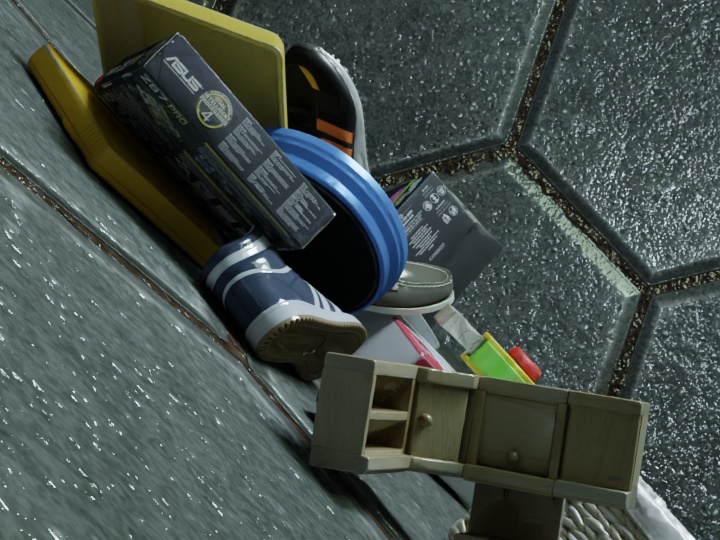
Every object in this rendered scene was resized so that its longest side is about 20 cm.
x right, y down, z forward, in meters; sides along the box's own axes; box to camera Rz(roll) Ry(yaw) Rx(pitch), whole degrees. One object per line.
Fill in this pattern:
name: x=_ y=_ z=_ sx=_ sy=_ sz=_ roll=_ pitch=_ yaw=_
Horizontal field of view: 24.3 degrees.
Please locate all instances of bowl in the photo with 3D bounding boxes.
bowl: x=-0.053 y=-0.040 z=1.527 sx=0.200 sy=0.039 sz=0.201 roll=22 pitch=-39 yaw=19

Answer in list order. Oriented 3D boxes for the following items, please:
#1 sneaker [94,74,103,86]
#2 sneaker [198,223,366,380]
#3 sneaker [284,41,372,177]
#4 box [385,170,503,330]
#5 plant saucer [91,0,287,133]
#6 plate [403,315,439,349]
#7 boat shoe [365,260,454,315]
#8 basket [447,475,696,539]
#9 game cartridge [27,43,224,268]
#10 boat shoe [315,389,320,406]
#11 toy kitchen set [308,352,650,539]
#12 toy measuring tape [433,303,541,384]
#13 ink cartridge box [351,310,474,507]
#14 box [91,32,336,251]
sneaker: x=-0.199 y=-0.126 z=1.717 sx=0.200 sy=0.078 sz=0.116 roll=42 pitch=-24 yaw=39
sneaker: x=-0.066 y=0.027 z=1.403 sx=0.109 sy=0.070 sz=0.200 roll=51 pitch=7 yaw=19
sneaker: x=-0.044 y=-0.116 z=1.590 sx=0.070 sy=0.090 sz=0.200 roll=16 pitch=-45 yaw=34
box: x=0.038 y=-0.007 z=1.917 sx=0.124 sy=0.149 sz=0.200 roll=47 pitch=-21 yaw=-10
plant saucer: x=-0.143 y=-0.171 z=1.530 sx=0.200 sy=0.048 sz=0.200 roll=23 pitch=-37 yaw=19
plate: x=-0.025 y=0.009 z=1.815 sx=0.200 sy=0.032 sz=0.200 roll=7 pitch=-45 yaw=57
boat shoe: x=0.001 y=0.001 z=1.660 sx=0.201 sy=0.060 sz=0.072 roll=4 pitch=23 yaw=-13
basket: x=0.213 y=0.264 z=1.406 sx=0.198 sy=0.161 sz=0.200 roll=44 pitch=4 yaw=-43
game cartridge: x=-0.203 y=-0.096 z=1.461 sx=0.176 sy=0.032 sz=0.200 roll=45 pitch=7 yaw=-41
boat shoe: x=0.010 y=0.109 z=1.399 sx=0.064 sy=0.071 sz=0.200 roll=49 pitch=5 yaw=9
toy kitchen set: x=0.084 y=0.157 z=1.192 sx=0.200 sy=0.164 sz=0.180 roll=8 pitch=-3 yaw=20
toy measuring tape: x=0.137 y=0.098 z=1.706 sx=0.074 sy=0.074 sz=0.200 roll=50 pitch=2 yaw=37
ink cartridge box: x=0.064 y=0.131 z=1.707 sx=0.200 sy=0.086 sz=0.148 roll=47 pitch=2 yaw=-34
box: x=-0.127 y=-0.101 z=1.408 sx=0.200 sy=0.049 sz=0.161 roll=49 pitch=-16 yaw=-15
